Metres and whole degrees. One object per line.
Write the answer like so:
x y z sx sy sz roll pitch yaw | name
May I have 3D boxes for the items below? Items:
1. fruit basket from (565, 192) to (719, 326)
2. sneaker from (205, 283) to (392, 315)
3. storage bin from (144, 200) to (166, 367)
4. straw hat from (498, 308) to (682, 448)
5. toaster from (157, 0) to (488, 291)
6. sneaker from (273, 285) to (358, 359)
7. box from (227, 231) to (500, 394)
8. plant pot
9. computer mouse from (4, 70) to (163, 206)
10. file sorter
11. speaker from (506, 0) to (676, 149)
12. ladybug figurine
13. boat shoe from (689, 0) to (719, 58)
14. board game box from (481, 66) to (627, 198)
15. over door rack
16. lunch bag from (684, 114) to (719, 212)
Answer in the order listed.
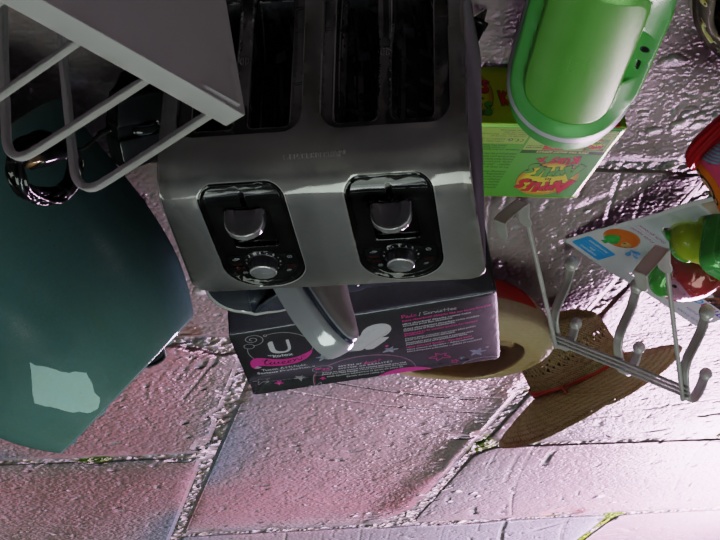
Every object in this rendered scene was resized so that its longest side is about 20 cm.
0.303 0.000 1.171 0.184 0.095 0.199 30 147 -30 | fruit basket
-0.018 -0.020 0.954 0.198 0.079 0.079 -16 180 2 | sneaker
-0.256 0.017 1.073 0.197 0.095 0.136 -7 154 -3 | storage bin
0.200 0.083 1.332 0.200 0.086 0.201 -30 -177 2 | straw hat
-0.015 -0.097 0.811 0.178 0.202 0.119 -2 153 7 | toaster
-0.032 -0.045 0.887 0.070 0.202 0.073 -26 158 17 | sneaker
0.000 0.000 1.062 0.197 0.134 0.115 -8 151 1 | box
-0.205 0.018 0.898 0.161 0.201 0.200 44 140 -3 | plant pot
-0.148 -0.081 0.839 0.034 0.059 0.200 9 -156 18 | computer mouse
-0.175 -0.143 0.697 0.124 0.140 0.199 -28 148 28 | file sorter
0.141 -0.155 0.834 0.087 0.089 0.201 -4 154 -6 | speaker
0.083 0.047 1.251 0.198 0.073 0.136 9 150 -31 | ladybug figurine
0.243 -0.165 0.870 0.071 0.060 0.200 -16 153 17 | boat shoe
0.074 -0.097 0.979 0.197 0.048 0.102 0 154 -15 | board game box
0.211 0.018 1.150 0.147 0.067 0.201 21 156 37 | over door rack
0.327 -0.112 0.912 0.199 0.082 0.176 -23 165 -30 | lunch bag
